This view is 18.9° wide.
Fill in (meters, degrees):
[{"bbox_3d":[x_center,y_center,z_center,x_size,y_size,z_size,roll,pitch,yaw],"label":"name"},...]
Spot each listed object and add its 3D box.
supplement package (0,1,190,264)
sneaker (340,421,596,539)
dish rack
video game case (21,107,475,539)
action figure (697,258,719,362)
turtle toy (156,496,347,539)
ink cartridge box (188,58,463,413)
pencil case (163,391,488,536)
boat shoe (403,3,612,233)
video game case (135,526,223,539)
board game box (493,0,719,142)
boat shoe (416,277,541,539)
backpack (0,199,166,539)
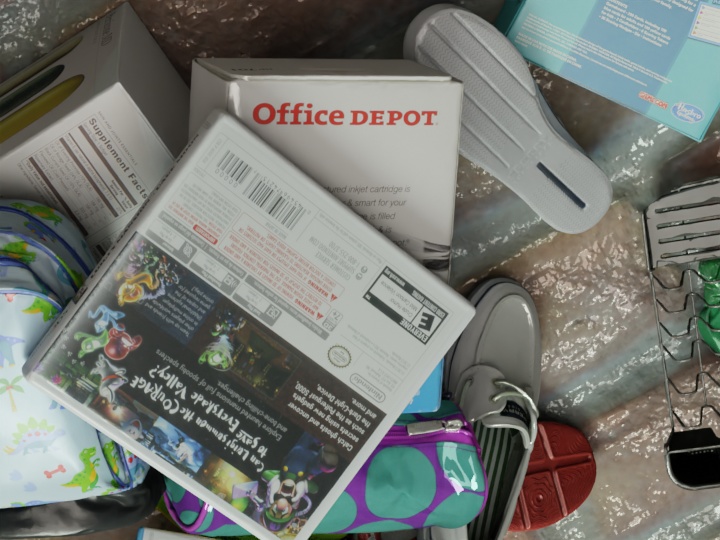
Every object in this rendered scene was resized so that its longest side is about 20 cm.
[{"bbox_3d":[-0.189,-0.036,1.365,0.199,0.152,0.151,-31,114,10],"label":"supplement package"},{"bbox_3d":[0.060,0.156,1.519,0.199,0.115,0.079,-12,90,-28],"label":"sneaker"},{"bbox_3d":[0.264,0.035,1.433,0.152,0.055,0.202,-9,104,4],"label":"dish rack"},{"bbox_3d":[-0.060,0.038,1.218,0.200,0.023,0.182,37,90,-26],"label":"video game case"},{"bbox_3d":[0.291,0.069,1.493,0.118,0.055,0.201,-32,105,13],"label":"action figure"},{"bbox_3d":[-0.093,0.127,1.445,0.199,0.101,0.146,30,157,15],"label":"turtle toy"},{"bbox_3d":[-0.026,-0.020,1.272,0.145,0.086,0.202,-1,103,-20],"label":"ink cartridge box"},{"bbox_3d":[-0.023,0.120,1.347,0.198,0.086,0.093,1,137,-25],"label":"pencil case"},{"bbox_3d":[0.083,-0.098,1.380,0.072,0.071,0.200,-42,125,0],"label":"boat shoe"},{"bbox_3d":[-0.054,0.208,1.437,0.198,0.143,0.018,10,70,-6],"label":"video game case"},{"bbox_3d":[0.195,-0.203,1.368,0.150,0.047,0.201,23,111,-12],"label":"board game box"},{"bbox_3d":[0.092,0.102,1.438,0.073,0.067,0.202,15,77,-24],"label":"boat shoe"},{"bbox_3d":[-0.207,0.057,1.257,0.161,0.154,0.202,-2,102,5],"label":"backpack"}]
